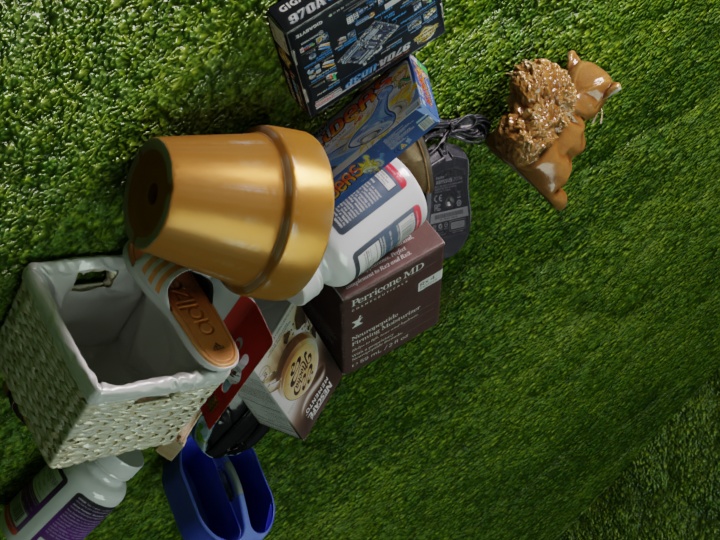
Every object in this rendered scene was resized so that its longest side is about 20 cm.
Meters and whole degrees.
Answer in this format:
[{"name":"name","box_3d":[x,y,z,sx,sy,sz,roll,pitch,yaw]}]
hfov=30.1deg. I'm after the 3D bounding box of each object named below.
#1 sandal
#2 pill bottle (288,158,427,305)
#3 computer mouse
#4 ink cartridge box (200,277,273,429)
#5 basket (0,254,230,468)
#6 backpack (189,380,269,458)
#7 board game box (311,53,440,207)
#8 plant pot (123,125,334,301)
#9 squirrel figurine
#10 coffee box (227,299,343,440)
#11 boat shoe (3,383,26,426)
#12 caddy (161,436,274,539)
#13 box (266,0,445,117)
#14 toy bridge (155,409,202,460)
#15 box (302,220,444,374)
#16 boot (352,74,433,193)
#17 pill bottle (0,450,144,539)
[{"name":"sandal","box_3d":[-0.198,0.025,1.570,0.079,0.207,0.059,-17,150,-45]},{"name":"pill bottle","box_3d":[-0.026,-0.051,1.656,0.200,0.120,0.120,-38,154,-23]},{"name":"computer mouse","box_3d":[0.111,-0.118,1.841,0.138,0.053,0.201,-9,108,-38]},{"name":"ink cartridge box","box_3d":[-0.198,0.069,1.643,0.050,0.200,0.162,13,125,-40]},{"name":"basket","box_3d":[-0.299,0.105,1.584,0.198,0.200,0.161,-6,141,-45]},{"name":"backpack","box_3d":[-0.174,0.175,1.919,0.163,0.154,0.201,1,113,-56]},{"name":"board game box","box_3d":[0.001,-0.157,1.582,0.200,0.136,0.034,-39,120,19]},{"name":"plant pot","box_3d":[-0.159,-0.074,1.510,0.183,0.200,0.200,8,129,-34]},{"name":"squirrel figurine","box_3d":[0.271,-0.215,1.851,0.187,0.142,0.200,-47,154,4]},{"name":"coffee box","box_3d":[-0.108,0.121,1.747,0.113,0.080,0.200,-60,148,-22]},{"name":"boat shoe","box_3d":[-0.353,0.144,1.716,0.200,0.070,0.071,-23,148,-29]},{"name":"caddy","box_3d":[-0.213,0.334,2.044,0.141,0.200,0.105,-10,159,-40]},{"name":"box","box_3d":[0.000,-0.282,1.517,0.200,0.046,0.159,-34,152,-9]},{"name":"toy bridge","box_3d":[-0.212,0.166,1.742,0.067,0.027,0.200,-49,-170,27]},{"name":"box","box_3d":[0.000,0.000,1.814,0.166,0.164,0.200,-28,151,-17]},{"name":"boot","box_3d":[0.044,-0.169,1.707,0.075,0.074,0.200,-24,134,-1]},{"name":"pill bottle","box_3d":[-0.398,0.309,1.864,0.200,0.112,0.111,-44,152,12]}]
